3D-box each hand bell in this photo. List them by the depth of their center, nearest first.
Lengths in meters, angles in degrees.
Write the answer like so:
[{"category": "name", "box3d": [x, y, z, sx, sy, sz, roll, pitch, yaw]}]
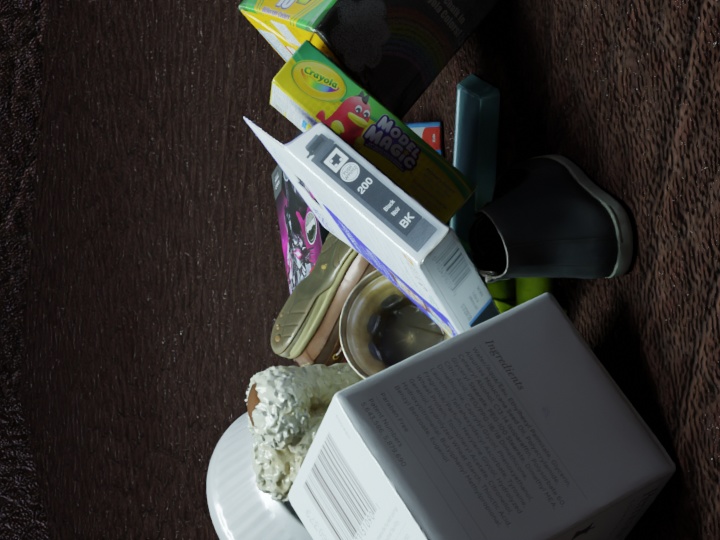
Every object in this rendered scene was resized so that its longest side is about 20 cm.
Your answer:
[{"category": "hand bell", "box3d": [0.054, 0.071, 1.757, 0.200, 0.103, 0.105, 50, -151, -70]}]

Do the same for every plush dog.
[{"category": "plush dog", "box3d": [-0.007, 0.173, 1.787, 0.200, 0.159, 0.173, 94, 158, -66]}]

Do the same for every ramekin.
[{"category": "ramekin", "box3d": [-0.039, 0.204, 1.958, 0.094, 0.201, 0.204, -47, 49, 51]}]

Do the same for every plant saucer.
[{"category": "plant saucer", "box3d": [0.095, -0.062, 1.759, 0.070, 0.019, 0.202, -138, 48, -65]}]

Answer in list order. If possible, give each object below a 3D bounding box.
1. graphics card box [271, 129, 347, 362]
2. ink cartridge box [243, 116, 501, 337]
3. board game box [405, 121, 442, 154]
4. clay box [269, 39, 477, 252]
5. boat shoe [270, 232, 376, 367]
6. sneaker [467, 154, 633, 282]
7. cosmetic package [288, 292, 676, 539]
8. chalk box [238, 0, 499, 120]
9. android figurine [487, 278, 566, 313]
[{"category": "graphics card box", "box3d": [-0.034, -0.023, 1.930, 0.126, 0.050, 0.202, 129, 135, -65]}, {"category": "ink cartridge box", "box3d": [0.017, -0.033, 1.579, 0.200, 0.043, 0.198, 40, 173, 29]}, {"category": "board game box", "box3d": [0.022, -0.034, 1.925, 0.200, 0.055, 0.198, 179, 88, -72]}, {"category": "clay box", "box3d": [0.018, -0.091, 1.607, 0.048, 0.200, 0.115, -50, 1, -5]}, {"category": "boat shoe", "box3d": [0.000, 0.000, 1.807, 0.201, 0.067, 0.072, -57, 22, 5]}, {"category": "sneaker", "box3d": [0.117, -0.042, 1.551, 0.200, 0.105, 0.076, -146, 55, -68]}, {"category": "cosmetic package", "box3d": [0.084, 0.153, 1.480, 0.166, 0.199, 0.165, 56, 151, 20]}, {"category": "chalk box", "box3d": [0.024, -0.239, 1.674, 0.125, 0.200, 0.123, 47, 166, -35]}, {"category": "android figurine", "box3d": [0.126, 0.087, 1.658, 0.182, 0.041, 0.202, -156, 66, -70]}]
